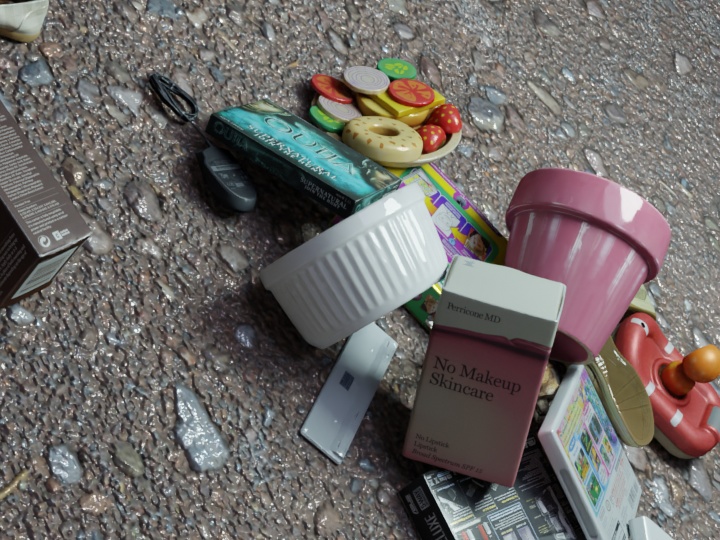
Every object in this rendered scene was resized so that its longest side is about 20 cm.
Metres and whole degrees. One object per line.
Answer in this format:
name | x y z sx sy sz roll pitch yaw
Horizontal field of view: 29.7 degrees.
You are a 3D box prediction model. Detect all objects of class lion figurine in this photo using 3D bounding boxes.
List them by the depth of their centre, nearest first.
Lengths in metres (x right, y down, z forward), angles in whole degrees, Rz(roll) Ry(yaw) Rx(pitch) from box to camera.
lion figurine | 0.149 0.109 1.578 0.198 0.123 0.073 20 61 -10

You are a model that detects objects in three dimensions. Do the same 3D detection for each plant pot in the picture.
plant pot | 0.250 0.005 1.617 0.199 0.199 0.181 30 72 -20

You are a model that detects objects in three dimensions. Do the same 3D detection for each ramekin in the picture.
ramekin | 0.000 0.000 1.452 0.200 0.199 0.106 -30 90 -49

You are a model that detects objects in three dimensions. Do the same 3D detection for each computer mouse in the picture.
computer mouse | -0.183 -0.140 1.524 0.058 0.034 0.201 -9 59 -54

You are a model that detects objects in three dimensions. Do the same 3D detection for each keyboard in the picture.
keyboard | -0.010 0.126 1.484 0.056 0.011 0.201 36 42 -7

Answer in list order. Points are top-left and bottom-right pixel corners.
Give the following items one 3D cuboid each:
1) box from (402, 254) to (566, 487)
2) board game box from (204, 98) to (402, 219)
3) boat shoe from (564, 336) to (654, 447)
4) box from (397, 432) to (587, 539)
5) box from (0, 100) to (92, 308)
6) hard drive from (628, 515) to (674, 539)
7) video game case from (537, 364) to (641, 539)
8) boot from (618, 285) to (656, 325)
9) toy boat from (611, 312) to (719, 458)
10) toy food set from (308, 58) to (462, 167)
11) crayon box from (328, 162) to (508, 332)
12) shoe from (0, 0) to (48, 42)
box | 0.130 0.105 1.437 0.126 0.202 0.109 15 23 7
board game box | -0.063 -0.130 1.545 0.199 0.028 0.135 32 25 14
boat shoe | 0.301 0.136 1.704 0.071 0.064 0.202 -9 67 -42
box | 0.153 0.277 1.478 0.199 0.050 0.159 -12 69 -46
box | -0.350 -0.078 1.271 0.201 0.100 0.075 54 41 5
hard drive | 0.355 0.398 1.546 0.132 0.026 0.202 40 37 -45
video game case | 0.269 0.224 1.569 0.184 0.023 0.200 64 25 -9
boot | 0.311 -0.016 1.825 0.198 0.073 0.157 21 48 -31
toy boat | 0.413 0.136 1.754 0.200 0.131 0.131 45 40 -4
toy food set | 0.030 -0.195 1.682 0.199 0.049 0.198 -22 49 -37
crayon box | 0.080 -0.037 1.649 0.200 0.058 0.173 46 42 -3
shoe | -0.418 -0.290 1.407 0.198 0.053 0.071 7 55 -38
